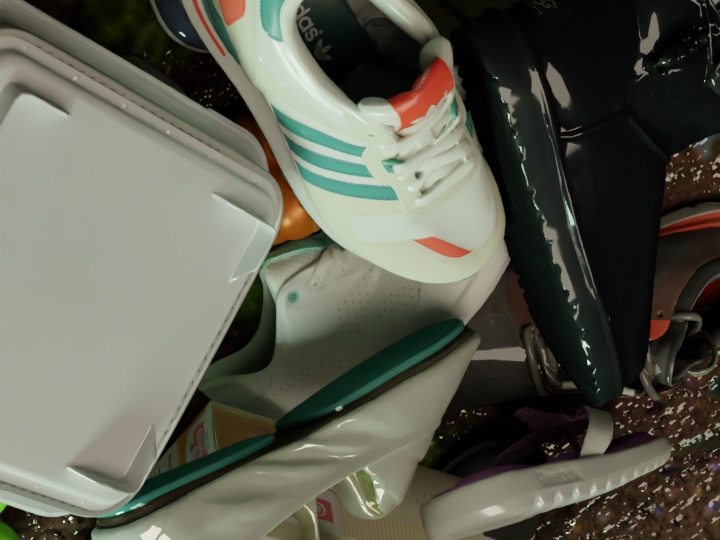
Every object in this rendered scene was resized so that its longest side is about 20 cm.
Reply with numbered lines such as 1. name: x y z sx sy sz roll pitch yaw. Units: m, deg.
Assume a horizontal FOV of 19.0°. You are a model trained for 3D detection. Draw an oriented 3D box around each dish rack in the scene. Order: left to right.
1. dish rack: -0.113 0.006 0.786 0.199 0.043 0.173 28 91 -49

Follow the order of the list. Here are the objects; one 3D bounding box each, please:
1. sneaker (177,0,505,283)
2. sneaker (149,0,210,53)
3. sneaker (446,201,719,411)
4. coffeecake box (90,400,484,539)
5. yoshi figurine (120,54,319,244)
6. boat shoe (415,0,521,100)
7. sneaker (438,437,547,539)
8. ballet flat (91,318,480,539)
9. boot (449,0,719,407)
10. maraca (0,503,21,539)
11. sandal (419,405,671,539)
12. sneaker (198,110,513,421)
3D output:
1. sneaker: 0.008 -0.057 0.834 0.070 0.093 0.200 -44 125 -12
2. sneaker: -0.039 -0.167 0.845 0.074 0.085 0.201 2 121 -22
3. sneaker: 0.117 0.027 1.032 0.198 0.082 0.078 -21 127 -6
4. coffeecake box: -0.056 0.166 1.033 0.153 0.073 0.200 20 130 -29
5. yoshi figurine: -0.118 -0.011 0.907 0.198 0.112 0.113 -8 131 -12
6. boat shoe: 0.085 -0.103 0.941 0.199 0.075 0.069 -24 121 -5
7. sneaker: 0.047 0.181 1.107 0.074 0.089 0.201 18 112 -28
8. ballet flat: -0.022 0.088 0.915 0.199 0.069 0.070 -28 131 -30
9. boot: 0.139 -0.054 0.910 0.167 0.076 0.201 -25 122 -9
10. maraca: -0.211 0.133 0.947 0.136 0.108 0.201 -9 151 -16
11. sandal: 0.091 0.086 1.014 0.082 0.050 0.202 -21 173 25
12. sneaker: 0.000 0.000 0.981 0.088 0.075 0.201 25 113 -26
